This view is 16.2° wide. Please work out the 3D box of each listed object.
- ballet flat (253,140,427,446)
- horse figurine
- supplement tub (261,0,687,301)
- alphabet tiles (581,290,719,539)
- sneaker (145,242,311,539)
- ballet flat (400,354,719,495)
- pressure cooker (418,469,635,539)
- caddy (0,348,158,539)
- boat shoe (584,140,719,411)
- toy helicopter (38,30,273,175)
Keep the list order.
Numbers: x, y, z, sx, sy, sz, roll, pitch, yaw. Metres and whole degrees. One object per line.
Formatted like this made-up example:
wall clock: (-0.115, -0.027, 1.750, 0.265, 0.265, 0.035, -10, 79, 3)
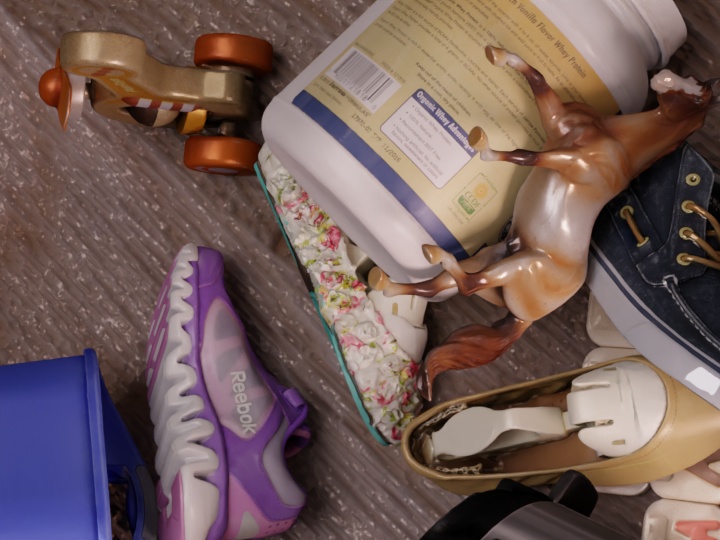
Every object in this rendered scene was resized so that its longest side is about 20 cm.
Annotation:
ballet flat: (0.000, 0.000, 1.429, 0.064, 0.076, 0.200, -29, 71, 14)
horse figurine: (0.086, -0.027, 1.278, 0.050, 0.133, 0.200, 42, 112, 47)
supplement tub: (0.062, -0.097, 1.350, 0.200, 0.144, 0.144, -44, 62, -4)
alphabet tiles: (0.204, 0.065, 1.337, 0.196, 0.015, 0.200, 4, 83, 29)
sneaker: (-0.074, 0.075, 1.459, 0.080, 0.088, 0.200, 111, 156, -52)
ballet flat: (0.110, 0.084, 1.346, 0.200, 0.063, 0.069, -18, 69, 31)
pressure cooker: (0.089, 0.210, 1.284, 0.200, 0.176, 0.179, 25, 123, 31)
caddy: (-0.168, 0.139, 1.443, 0.105, 0.141, 0.200, -5, 50, -6)
boat shoe: (0.168, -0.005, 1.296, 0.091, 0.071, 0.200, -51, 37, 11)
toy helicopter: (-0.133, -0.109, 1.446, 0.132, 0.200, 0.079, 5, 84, 12)
